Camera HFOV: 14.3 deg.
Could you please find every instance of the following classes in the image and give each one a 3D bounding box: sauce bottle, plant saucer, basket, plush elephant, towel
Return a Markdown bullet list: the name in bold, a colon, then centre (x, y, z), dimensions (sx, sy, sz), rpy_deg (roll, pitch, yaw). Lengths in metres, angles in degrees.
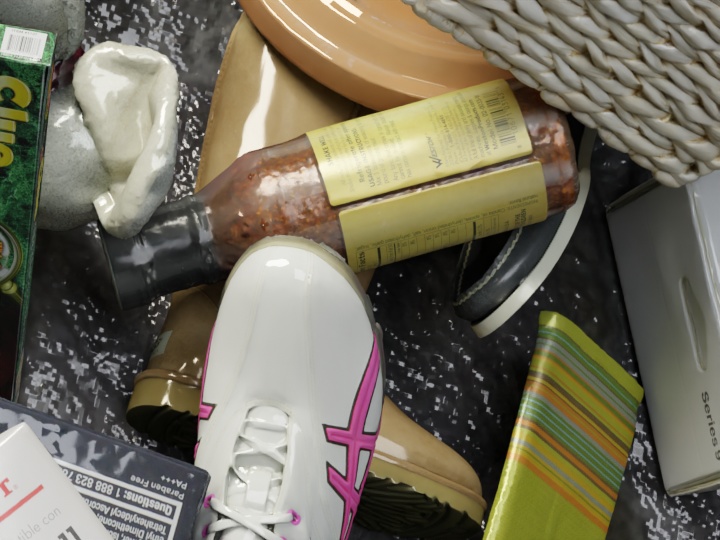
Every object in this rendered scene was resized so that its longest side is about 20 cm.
- **sauce bottle**: centre (-0.010, -0.030, 1.201), dimensions (0.200, 0.066, 0.066), rpy_deg (-13, 81, -5)
- **plant saucer**: centre (0.037, -0.147, 1.291), dimensions (0.200, 0.032, 0.201), rpy_deg (8, 48, -10)
- **basket**: centre (0.130, -0.169, 1.178), dimensions (0.198, 0.161, 0.200), rpy_deg (32, 42, -35)
- **plush elephant**: centre (-0.153, -0.076, 1.161), dimensions (0.200, 0.165, 0.155), rpy_deg (-17, 92, -19)
- **towel**: centre (0.076, 0.123, 1.266), dimensions (0.086, 0.018, 0.200), rpy_deg (41, 59, -45)

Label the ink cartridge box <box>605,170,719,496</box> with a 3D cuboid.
- **ink cartridge box**: centre (0.230, 0.018, 1.346), dimensions (0.200, 0.087, 0.146), rpy_deg (-7, 78, -27)

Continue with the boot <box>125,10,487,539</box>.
- **boot**: centre (0.000, 0.000, 1.263), dimensions (0.175, 0.066, 0.200), rpy_deg (25, 66, -16)

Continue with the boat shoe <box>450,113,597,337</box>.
- **boat shoe**: centre (0.066, -0.053, 1.288), dimensions (0.068, 0.072, 0.200), rpy_deg (32, 47, -16)

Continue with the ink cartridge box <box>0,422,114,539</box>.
- **ink cartridge box**: centre (-0.137, 0.138, 1.026), dimensions (0.117, 0.067, 0.200), rpy_deg (-39, 95, -27)

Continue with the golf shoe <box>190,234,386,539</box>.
- **golf shoe**: centre (-0.032, 0.085, 1.153), dimensions (0.072, 0.200, 0.092), rpy_deg (7, 27, 6)

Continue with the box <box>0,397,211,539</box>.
- **box**: centre (-0.190, 0.148, 1.105), dimensions (0.200, 0.123, 0.199), rpy_deg (22, 68, -18)

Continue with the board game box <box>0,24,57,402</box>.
- **board game box**: centre (-0.177, -0.019, 1.111), dimensions (0.105, 0.200, 0.023), rpy_deg (11, 44, -2)
